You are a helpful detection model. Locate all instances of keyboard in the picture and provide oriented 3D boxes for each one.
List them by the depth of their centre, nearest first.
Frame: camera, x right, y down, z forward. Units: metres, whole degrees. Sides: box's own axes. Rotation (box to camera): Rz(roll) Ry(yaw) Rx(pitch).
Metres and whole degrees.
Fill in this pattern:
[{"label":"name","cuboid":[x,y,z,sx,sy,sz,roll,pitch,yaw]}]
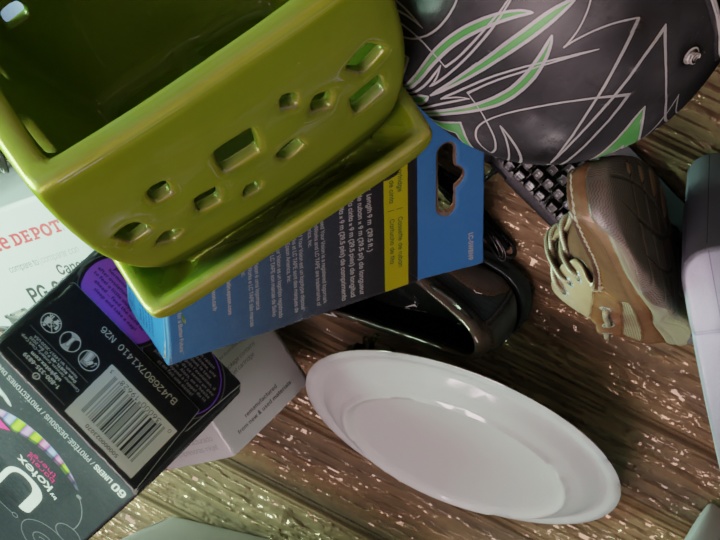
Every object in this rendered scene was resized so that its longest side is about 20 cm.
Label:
[{"label":"keyboard","cuboid":[0.084,-0.063,1.688,0.200,0.021,0.127,45,131,-3]}]

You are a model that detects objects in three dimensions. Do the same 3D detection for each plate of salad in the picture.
[{"label":"plate of salad","cuboid":[0.063,0.093,1.765,0.200,0.048,0.200,20,156,9]}]

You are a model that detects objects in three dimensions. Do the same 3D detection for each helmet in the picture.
[{"label":"helmet","cuboid":[0.101,-0.147,1.507,0.200,0.191,0.200,15,128,20]}]

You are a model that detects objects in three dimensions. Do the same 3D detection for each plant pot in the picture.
[{"label":"plant pot","cuboid":[-0.088,-0.109,1.475,0.200,0.199,0.182,56,178,35]}]

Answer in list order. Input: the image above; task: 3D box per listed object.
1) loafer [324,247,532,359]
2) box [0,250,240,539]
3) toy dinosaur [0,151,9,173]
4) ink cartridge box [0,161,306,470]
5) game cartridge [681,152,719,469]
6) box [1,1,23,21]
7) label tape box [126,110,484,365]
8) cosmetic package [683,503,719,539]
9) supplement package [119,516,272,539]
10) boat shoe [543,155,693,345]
[{"label":"loafer","cuboid":[0.000,0.000,1.748,0.200,0.063,0.072,17,127,19]},{"label":"box","cuboid":[-0.179,0.093,1.755,0.122,0.106,0.200,46,144,-1]},{"label":"toy dinosaur","cuboid":[-0.272,-0.117,1.805,0.200,0.102,0.136,-2,98,62]},{"label":"ink cartridge box","cuboid":[-0.148,0.020,1.816,0.145,0.083,0.200,-15,113,50]},{"label":"game cartridge","cuboid":[0.208,0.052,1.620,0.041,0.133,0.200,-11,116,9]},{"label":"box","cuboid":[-0.144,-0.201,1.658,0.200,0.123,0.199,23,128,14]},{"label":"label tape box","cuboid":[-0.033,-0.046,1.658,0.063,0.200,0.144,-127,27,-44]},{"label":"cosmetic package","cuboid":[0.230,0.283,1.739,0.200,0.167,0.167,32,130,8]},{"label":"supplement package","cuboid":[-0.068,0.243,1.891,0.199,0.120,0.122,11,103,24]},{"label":"boat shoe","cuboid":[0.134,-0.003,1.595,0.072,0.076,0.200,-6,156,16]}]
